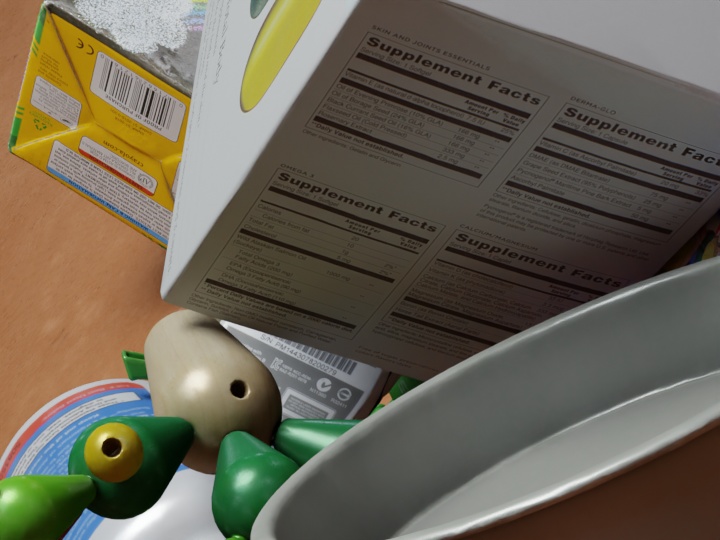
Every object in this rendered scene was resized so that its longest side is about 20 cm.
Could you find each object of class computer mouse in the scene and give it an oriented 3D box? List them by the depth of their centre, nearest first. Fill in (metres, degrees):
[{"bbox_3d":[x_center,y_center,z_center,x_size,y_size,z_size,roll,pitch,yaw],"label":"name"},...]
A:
[{"bbox_3d":[0.000,0.000,0.982,0.200,0.109,0.044,-57,-16,-24],"label":"computer mouse"}]

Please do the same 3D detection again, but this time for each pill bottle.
[{"bbox_3d":[-0.071,0.120,0.958,0.112,0.112,0.200,-49,24,-4],"label":"pill bottle"}]

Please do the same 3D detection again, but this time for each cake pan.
[{"bbox_3d":[0.065,0.049,0.701,0.199,0.037,0.200,-24,8,4],"label":"cake pan"}]

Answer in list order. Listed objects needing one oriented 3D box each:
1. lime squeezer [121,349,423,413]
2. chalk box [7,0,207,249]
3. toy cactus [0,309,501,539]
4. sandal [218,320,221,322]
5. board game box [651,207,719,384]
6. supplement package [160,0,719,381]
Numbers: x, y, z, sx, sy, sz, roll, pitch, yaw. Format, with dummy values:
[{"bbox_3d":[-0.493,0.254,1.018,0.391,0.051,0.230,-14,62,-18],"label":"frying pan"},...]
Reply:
[{"bbox_3d":[0.005,0.037,1.023,0.199,0.071,0.038,-17,8,-5],"label":"lime squeezer"},{"bbox_3d":[-0.068,-0.126,1.237,0.200,0.124,0.124,-54,-6,-37],"label":"chalk box"},{"bbox_3d":[-0.036,0.074,0.840,0.199,0.103,0.165,-7,31,-17],"label":"toy cactus"},{"bbox_3d":[-0.037,-0.014,1.167,0.080,0.054,0.201,-5,47,55],"label":"sandal"},{"bbox_3d":[0.124,-0.016,0.864,0.200,0.045,0.135,-109,39,-63],"label":"board game box"},{"bbox_3d":[0.039,-0.078,0.855,0.200,0.150,0.152,128,154,-52],"label":"supplement package"}]
